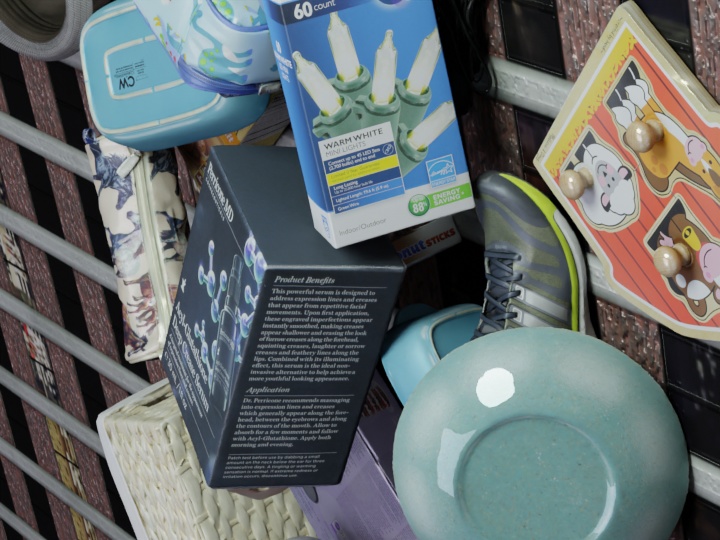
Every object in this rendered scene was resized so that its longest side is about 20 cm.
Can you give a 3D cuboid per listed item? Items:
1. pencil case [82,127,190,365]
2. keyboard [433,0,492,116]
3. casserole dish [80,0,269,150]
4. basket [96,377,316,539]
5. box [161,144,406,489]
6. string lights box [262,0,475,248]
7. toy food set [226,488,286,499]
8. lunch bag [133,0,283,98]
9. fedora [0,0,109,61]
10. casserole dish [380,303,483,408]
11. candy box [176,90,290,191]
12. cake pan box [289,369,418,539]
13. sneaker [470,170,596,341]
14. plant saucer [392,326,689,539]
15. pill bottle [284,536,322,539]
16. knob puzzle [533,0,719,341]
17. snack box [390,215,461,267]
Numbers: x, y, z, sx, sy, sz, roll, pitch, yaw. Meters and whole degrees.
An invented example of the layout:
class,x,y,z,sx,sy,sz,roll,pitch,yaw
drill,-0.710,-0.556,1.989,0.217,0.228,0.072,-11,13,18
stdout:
class,x,y,z,sx,sy,sz,roll,pitch,yaw
pencil case,-0.170,-0.024,1.753,0.089,0.077,0.201,-5,-96,-86
keyboard,0.046,-0.191,1.443,0.104,0.040,0.201,41,145,39
casserole dish,-0.147,-0.156,1.634,0.199,0.039,0.122,-9,91,43
basket,-0.130,0.197,1.972,0.123,0.135,0.201,-4,108,57
box,-0.060,0.034,1.552,0.149,0.107,0.201,-118,36,-49
string lights box,0.002,-0.127,1.425,0.059,0.102,0.201,-134,29,-68
toy food set,-0.092,0.082,1.759,0.144,0.060,0.201,48,-144,-77
lunch bag,-0.083,-0.214,1.518,0.200,0.160,0.083,52,140,28
fedora,-0.270,-0.275,1.870,0.200,0.090,0.178,7,120,51
casserole dish,0.093,0.102,1.527,0.039,0.121,0.201,-39,75,39
candy box,-0.104,-0.155,1.716,0.116,0.055,0.200,61,153,9
cake pan box,0.018,0.203,1.804,0.200,0.052,0.184,57,154,15
sneaker,0.110,0.030,1.465,0.074,0.081,0.201,4,115,59
plant saucer,0.118,0.138,1.440,0.039,0.200,0.202,-63,-43,-71
pill bottle,-0.005,0.299,1.751,0.200,0.112,0.113,23,132,50
knob puzzle,0.185,-0.036,1.336,0.220,0.030,0.220,40,143,38
snack box,0.000,0.000,1.643,0.200,0.072,0.024,-23,91,63
